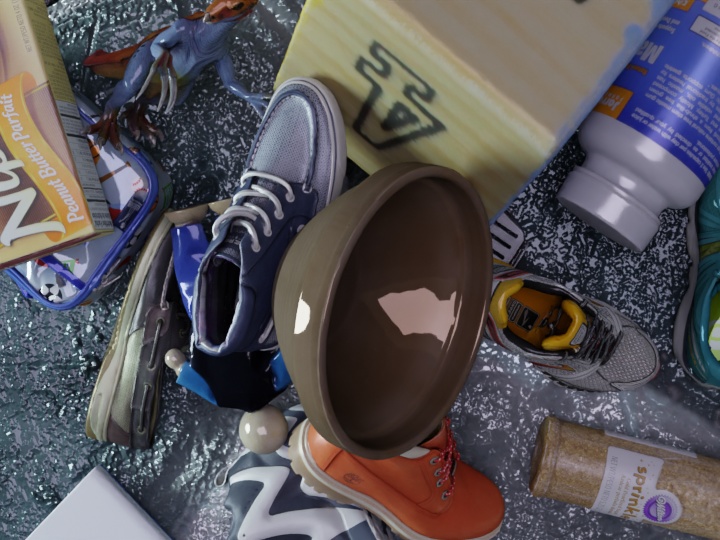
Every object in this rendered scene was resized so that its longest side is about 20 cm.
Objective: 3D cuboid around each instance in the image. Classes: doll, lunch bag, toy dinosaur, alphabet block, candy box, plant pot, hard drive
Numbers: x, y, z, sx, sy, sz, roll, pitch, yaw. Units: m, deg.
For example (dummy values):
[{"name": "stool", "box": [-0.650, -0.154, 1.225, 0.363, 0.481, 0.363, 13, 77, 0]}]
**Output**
[{"name": "doll", "box": [-0.093, 0.046, 0.938, 0.134, 0.048, 0.203, -10, 96, 18]}, {"name": "lunch bag", "box": [-0.262, -0.067, 0.993, 0.199, 0.076, 0.161, 40, 94, 3]}, {"name": "toy dinosaur", "box": [-0.145, -0.170, 0.910, 0.201, 0.104, 0.182, 51, 120, 22]}, {"name": "alphabet block", "box": [0.080, -0.170, 0.886, 0.199, 0.197, 0.196, 40, 64, 2]}, {"name": "candy box", "box": [-0.277, -0.107, 0.928, 0.114, 0.055, 0.203, -17, 91, 7]}, {"name": "plant pot", "box": [0.003, 0.020, 0.833, 0.092, 0.200, 0.204, 15, 92, 35]}, {"name": "hard drive", "box": [-0.197, 0.283, 1.017, 0.132, 0.025, 0.200, -45, 89, 3]}]

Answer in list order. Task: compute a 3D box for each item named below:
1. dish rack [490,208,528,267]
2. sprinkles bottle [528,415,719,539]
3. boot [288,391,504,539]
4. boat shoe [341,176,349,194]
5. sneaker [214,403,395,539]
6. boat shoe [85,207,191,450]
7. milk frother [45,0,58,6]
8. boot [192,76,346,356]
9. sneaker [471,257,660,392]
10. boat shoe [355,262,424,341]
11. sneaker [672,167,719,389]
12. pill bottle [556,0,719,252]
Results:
[{"name": "dish rack", "box": [0.039, 0.011, 0.988, 0.152, 0.055, 0.201, 33, 92, 1]}, {"name": "sprinkles bottle", "box": [0.238, 0.173, 0.974, 0.197, 0.068, 0.069, 14, 91, 3]}, {"name": "boot", "box": [0.053, 0.156, 0.937, 0.198, 0.076, 0.107, 27, 136, -27]}, {"name": "boat shoe", "box": [-0.045, -0.059, 0.988, 0.068, 0.072, 0.201, 34, 86, -19]}, {"name": "sneaker", "box": [-0.048, 0.225, 0.983, 0.129, 0.079, 0.201, -31, 89, 4]}, {"name": "boat shoe", "box": [-0.169, 0.051, 0.994, 0.065, 0.072, 0.204, 19, 97, -3]}, {"name": "milk frother", "box": [-0.222, -0.299, 0.929, 0.178, 0.188, 0.202, 23, 92, 3]}, {"name": "boot", "box": [-0.065, -0.037, 0.849, 0.072, 0.090, 0.203, 12, 98, 22]}, {"name": "sneaker", "box": [0.160, 0.053, 0.949, 0.198, 0.082, 0.079, 20, 91, -26]}, {"name": "boat shoe", "box": [0.000, 0.000, 0.936, 0.071, 0.070, 0.202, -37, 93, -6]}, {"name": "sneaker", "box": [0.302, -0.005, 0.963, 0.076, 0.080, 0.203, 6, 90, 3]}, {"name": "pill bottle", "box": [0.241, -0.121, 0.948, 0.111, 0.112, 0.201, 34, 92, 2]}]
